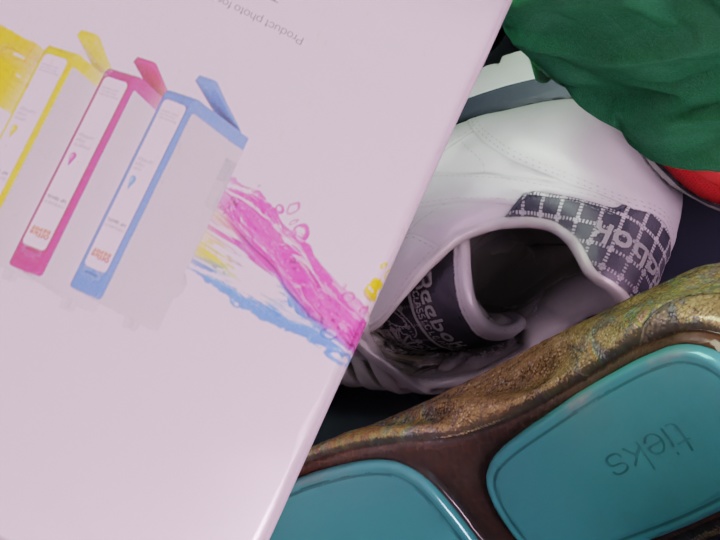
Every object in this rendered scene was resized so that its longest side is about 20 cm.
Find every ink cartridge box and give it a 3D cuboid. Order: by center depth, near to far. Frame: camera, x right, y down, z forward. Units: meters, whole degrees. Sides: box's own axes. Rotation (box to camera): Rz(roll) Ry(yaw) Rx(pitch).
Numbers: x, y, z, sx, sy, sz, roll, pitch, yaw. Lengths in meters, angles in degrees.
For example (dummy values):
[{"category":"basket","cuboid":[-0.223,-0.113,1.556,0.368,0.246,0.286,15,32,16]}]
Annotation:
[{"category":"ink cartridge box","cuboid":[-0.067,0.001,0.656,0.200,0.125,0.129,-66,6,-16]}]

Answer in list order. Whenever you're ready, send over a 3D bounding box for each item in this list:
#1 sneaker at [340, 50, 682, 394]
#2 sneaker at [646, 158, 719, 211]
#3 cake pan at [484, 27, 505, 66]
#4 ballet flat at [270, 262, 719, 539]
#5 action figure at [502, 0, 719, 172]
[{"category":"sneaker","cuboid":[0.000,0.000,0.808,0.200,0.076,0.081,-20,43,34]},{"category":"sneaker","cuboid":[0.108,-0.112,0.718,0.085,0.077,0.200,-43,-34,-81]},{"category":"cake pan","cuboid":[-0.052,-0.057,0.850,0.200,0.200,0.037,-15,72,37]},{"category":"ballet flat","cuboid":[0.041,0.050,0.686,0.200,0.071,0.071,-29,28,41]},{"category":"action figure","cuboid":[0.075,-0.060,0.650,0.055,0.118,0.200,-49,13,-9]}]
